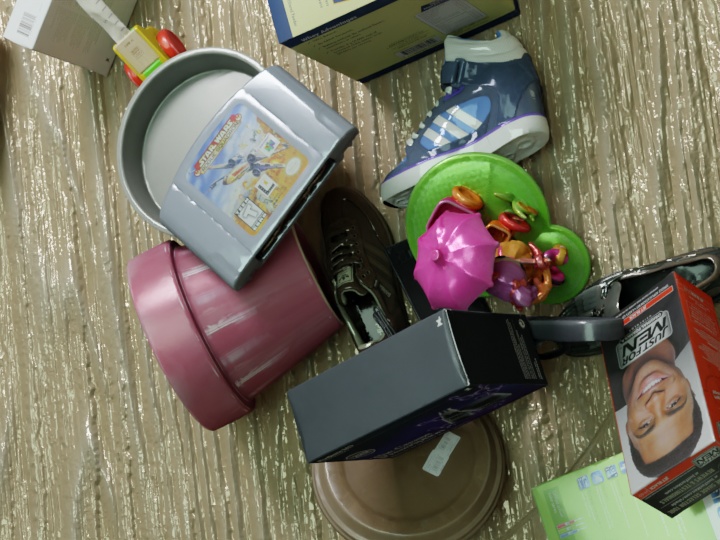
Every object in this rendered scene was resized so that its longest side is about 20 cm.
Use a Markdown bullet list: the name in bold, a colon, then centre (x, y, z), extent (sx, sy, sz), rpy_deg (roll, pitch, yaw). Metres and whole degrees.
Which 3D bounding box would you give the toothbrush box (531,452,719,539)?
- **toothbrush box**: centre (0.283, 0.242, 1.569), extent (0.198, 0.086, 0.147), rpy_deg (-25, 74, 21)

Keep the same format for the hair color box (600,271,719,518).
- **hair color box**: centre (0.285, 0.111, 1.507), extent (0.101, 0.061, 0.201), rpy_deg (-40, 36, 30)

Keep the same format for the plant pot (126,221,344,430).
- **plant pot**: centre (-0.122, 0.041, 1.732), extent (0.177, 0.200, 0.202), rpy_deg (-26, 74, 5)

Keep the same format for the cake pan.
- **cake pan**: centre (-0.157, -0.129, 1.709), extent (0.198, 0.037, 0.203), rpy_deg (-4, 79, 21)

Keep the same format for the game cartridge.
- **game cartridge**: centre (-0.108, -0.098, 1.646), extent (0.133, 0.041, 0.201), rpy_deg (39, 95, 18)

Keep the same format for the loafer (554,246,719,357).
- **loafer**: centre (0.269, 0.026, 1.609), extent (0.198, 0.063, 0.073), rpy_deg (-25, 75, 21)

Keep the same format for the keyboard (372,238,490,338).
- **keyboard**: centre (0.076, 0.060, 1.688), extent (0.126, 0.021, 0.202), rpy_deg (-20, 72, -21)

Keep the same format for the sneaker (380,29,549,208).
- **sneaker**: centre (0.095, -0.165, 1.708), extent (0.199, 0.080, 0.148), rpy_deg (-26, 67, 24)

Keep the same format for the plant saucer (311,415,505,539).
- **plant saucer**: centre (0.048, 0.192, 1.660), extent (0.197, 0.030, 0.202), rpy_deg (-2, 57, 3)

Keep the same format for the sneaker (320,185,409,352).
- **sneaker**: centre (0.000, 0.000, 1.731), extent (0.070, 0.075, 0.202), rpy_deg (-26, 75, 20)

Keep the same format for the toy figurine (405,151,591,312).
- **toy figurine**: centre (0.124, -0.006, 1.582), extent (0.199, 0.184, 0.151), rpy_deg (29, 111, 1)

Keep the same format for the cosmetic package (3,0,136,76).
- **cosmetic package**: centre (-0.307, -0.334, 1.866), extent (0.051, 0.150, 0.202), rpy_deg (25, 95, 27)

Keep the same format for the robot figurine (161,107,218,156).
- **robot figurine**: centre (-0.138, -0.133, 1.785), extent (0.198, 0.116, 0.146), rpy_deg (10, 88, 25)

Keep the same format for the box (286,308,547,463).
- **box**: centre (0.053, 0.111, 1.551), extent (0.199, 0.140, 0.080), rpy_deg (-29, 68, 33)

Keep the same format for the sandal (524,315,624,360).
- **sandal**: centre (0.174, 0.067, 1.595), extent (0.199, 0.075, 0.043), rpy_deg (-1, 92, 61)

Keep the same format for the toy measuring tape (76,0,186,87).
- **toy measuring tape**: centre (-0.255, -0.263, 1.846), extent (0.073, 0.074, 0.200), rpy_deg (-37, 112, 17)

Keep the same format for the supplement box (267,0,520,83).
- **supplement box**: centre (0.027, -0.306, 1.680), extent (0.198, 0.199, 0.136), rpy_deg (-21, 76, 21)
